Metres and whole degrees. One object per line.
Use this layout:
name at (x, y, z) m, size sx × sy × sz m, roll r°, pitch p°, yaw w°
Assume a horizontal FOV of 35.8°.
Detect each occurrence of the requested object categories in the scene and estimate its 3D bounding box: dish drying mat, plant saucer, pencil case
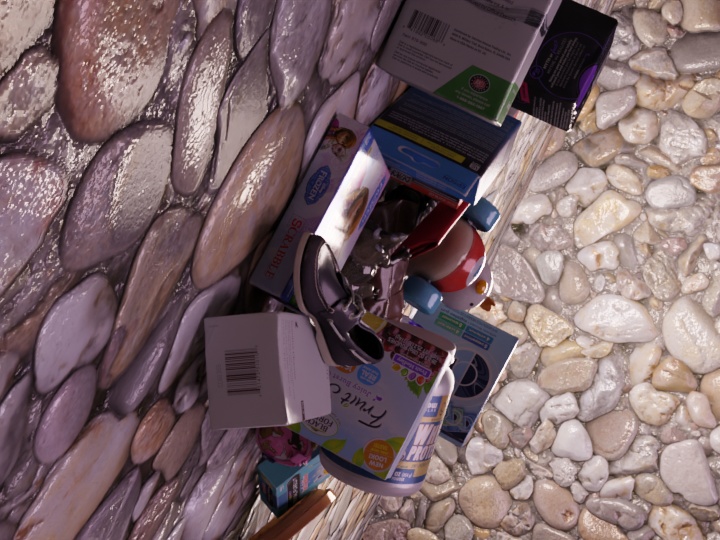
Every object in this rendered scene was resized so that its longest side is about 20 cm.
dish drying mat at (0.108, -0.067, 1.485) m, size 0.077 × 0.018 × 0.200 m, roll -26°, pitch -168°, yaw 34°
plant saucer at (-0.124, 0.401, 1.729) m, size 0.200 × 0.032 × 0.200 m, roll -38°, pitch 175°, yaw -4°
pencil case at (-0.074, 0.201, 1.529) m, size 0.200 × 0.083 × 0.087 m, roll -35°, pitch 139°, yaw -71°

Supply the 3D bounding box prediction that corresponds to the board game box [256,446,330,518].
board game box at (-0.062, 0.276, 1.683) m, size 0.200 × 0.047 × 0.151 m, roll -37°, pitch 159°, yaw -20°

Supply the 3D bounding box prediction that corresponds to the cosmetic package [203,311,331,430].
cosmetic package at (-0.090, 0.101, 1.138) m, size 0.200 × 0.081 × 0.113 m, roll 10°, pitch 75°, yaw -78°

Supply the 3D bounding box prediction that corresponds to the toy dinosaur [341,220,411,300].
toy dinosaur at (-0.003, 0.001, 1.393) m, size 0.102 × 0.077 × 0.200 m, roll -10°, pitch 144°, yaw -47°

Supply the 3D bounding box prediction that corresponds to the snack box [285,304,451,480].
snack box at (-0.017, 0.129, 1.330) m, size 0.169 × 0.200 × 0.068 m, roll -62°, pitch 169°, yaw -3°

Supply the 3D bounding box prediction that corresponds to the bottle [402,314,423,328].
bottle at (0.048, 0.105, 1.704) m, size 0.200 × 0.065 × 0.084 m, roll 19°, pitch 88°, yaw -49°

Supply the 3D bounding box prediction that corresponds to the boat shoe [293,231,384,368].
boat shoe at (-0.018, 0.032, 1.143) m, size 0.200 × 0.063 × 0.073 m, roll 73°, pitch 30°, yaw -49°

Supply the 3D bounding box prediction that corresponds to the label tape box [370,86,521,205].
label tape box at (0.092, -0.145, 1.339) m, size 0.200 × 0.143 × 0.066 m, roll -51°, pitch 163°, yaw -48°

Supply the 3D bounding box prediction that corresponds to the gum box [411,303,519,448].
gum box at (0.136, 0.159, 1.805) m, size 0.200 × 0.170 × 0.045 m, roll -59°, pitch 168°, yaw -23°

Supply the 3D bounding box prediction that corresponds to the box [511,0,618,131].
box at (0.195, -0.275, 1.364) m, size 0.122 × 0.200 × 0.106 m, roll -61°, pitch 169°, yaw -8°

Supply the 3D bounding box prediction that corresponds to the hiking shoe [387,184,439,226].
hiking shoe at (0.083, -0.097, 1.583) m, size 0.200 × 0.076 × 0.101 m, roll -60°, pitch 172°, yaw -12°

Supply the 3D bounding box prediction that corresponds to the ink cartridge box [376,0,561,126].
ink cartridge box at (0.128, -0.277, 1.199) m, size 0.200 × 0.147 × 0.083 m, roll -64°, pitch 170°, yaw 8°

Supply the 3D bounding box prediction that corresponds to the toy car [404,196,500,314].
toy car at (0.151, 0.004, 1.692) m, size 0.184 × 0.200 × 0.177 m, roll -55°, pitch -147°, yaw -8°

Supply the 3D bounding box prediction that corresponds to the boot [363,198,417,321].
boot at (0.000, 0.000, 1.475) m, size 0.186 × 0.064 × 0.200 m, roll -17°, pitch 123°, yaw -46°

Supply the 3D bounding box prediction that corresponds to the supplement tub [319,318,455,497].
supplement tub at (0.038, 0.176, 1.447) m, size 0.145 × 0.145 × 0.200 m, roll -21°, pitch 128°, yaw -74°

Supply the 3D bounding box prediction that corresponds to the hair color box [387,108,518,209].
hair color box at (0.128, -0.177, 1.515) m, size 0.200 × 0.111 × 0.064 m, roll -51°, pitch 163°, yaw -46°

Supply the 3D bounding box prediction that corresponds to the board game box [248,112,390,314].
board game box at (-0.038, -0.051, 1.226) m, size 0.200 × 0.041 × 0.200 m, roll -62°, pitch 169°, yaw -4°
